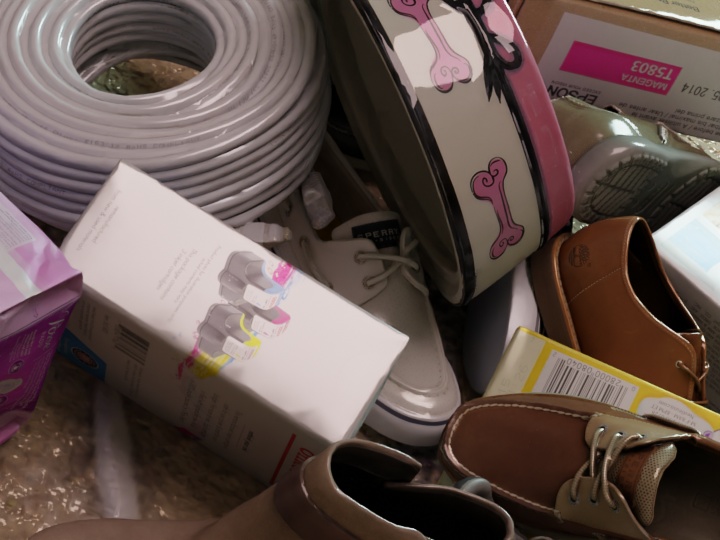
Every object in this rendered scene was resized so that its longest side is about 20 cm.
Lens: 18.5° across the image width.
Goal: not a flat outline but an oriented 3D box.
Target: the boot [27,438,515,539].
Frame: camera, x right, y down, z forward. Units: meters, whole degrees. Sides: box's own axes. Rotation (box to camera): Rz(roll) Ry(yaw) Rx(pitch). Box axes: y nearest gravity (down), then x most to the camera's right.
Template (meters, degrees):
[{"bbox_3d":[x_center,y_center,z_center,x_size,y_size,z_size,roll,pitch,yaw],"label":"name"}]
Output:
[{"bbox_3d":[-0.036,0.119,0.963,0.199,0.146,0.071,14,53,-19],"label":"boot"}]

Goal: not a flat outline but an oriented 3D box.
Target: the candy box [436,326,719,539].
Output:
[{"bbox_3d":[0.146,0.113,1.102,0.199,0.026,0.103,24,76,16],"label":"candy box"}]

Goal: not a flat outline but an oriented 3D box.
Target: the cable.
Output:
[{"bbox_3d":[-0.114,-0.099,1.167,0.198,0.069,0.201,-2,47,-4],"label":"cable"}]

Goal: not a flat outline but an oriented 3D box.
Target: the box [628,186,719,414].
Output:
[{"bbox_3d":[0.228,0.017,1.270,0.112,0.102,0.200,42,41,14],"label":"box"}]

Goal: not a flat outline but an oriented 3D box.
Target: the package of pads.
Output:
[{"bbox_3d":[-0.225,-0.013,1.008,0.200,0.121,0.076,43,44,16],"label":"package of pads"}]

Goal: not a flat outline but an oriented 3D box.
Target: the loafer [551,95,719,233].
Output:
[{"bbox_3d":[0.150,-0.061,1.244,0.070,0.075,0.200,52,12,21],"label":"loafer"}]

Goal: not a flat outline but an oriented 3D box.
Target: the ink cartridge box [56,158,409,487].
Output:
[{"bbox_3d":[-0.050,0.044,1.049,0.199,0.115,0.068,32,69,2],"label":"ink cartridge box"}]

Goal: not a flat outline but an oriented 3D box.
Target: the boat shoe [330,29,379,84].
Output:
[{"bbox_3d":[-0.024,-0.166,1.320,0.072,0.073,0.200,3,34,-33],"label":"boat shoe"}]

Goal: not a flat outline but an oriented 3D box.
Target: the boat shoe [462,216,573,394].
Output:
[{"bbox_3d":[0.099,0.004,1.239,0.066,0.070,0.200,19,33,-10],"label":"boat shoe"}]

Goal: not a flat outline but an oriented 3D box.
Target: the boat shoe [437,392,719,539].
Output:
[{"bbox_3d":[0.132,0.098,1.055,0.199,0.072,0.076,13,75,13],"label":"boat shoe"}]

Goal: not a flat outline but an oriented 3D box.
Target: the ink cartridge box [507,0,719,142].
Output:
[{"bbox_3d":[0.148,-0.160,1.303,0.199,0.075,0.165,11,36,-23],"label":"ink cartridge box"}]

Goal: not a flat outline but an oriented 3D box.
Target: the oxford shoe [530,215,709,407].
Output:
[{"bbox_3d":[0.154,0.068,1.156,0.071,0.071,0.201,-13,81,-57],"label":"oxford shoe"}]

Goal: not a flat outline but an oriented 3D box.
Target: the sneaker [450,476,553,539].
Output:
[{"bbox_3d":[0.087,0.180,1.027,0.077,0.082,0.200,-20,60,-43],"label":"sneaker"}]

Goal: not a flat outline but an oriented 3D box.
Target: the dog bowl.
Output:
[{"bbox_3d":[0.043,-0.087,1.146,0.073,0.201,0.201,-23,57,-7],"label":"dog bowl"}]

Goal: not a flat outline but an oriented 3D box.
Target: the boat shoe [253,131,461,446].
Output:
[{"bbox_3d":[0.000,0.000,1.173,0.071,0.070,0.201,-4,50,-34],"label":"boat shoe"}]

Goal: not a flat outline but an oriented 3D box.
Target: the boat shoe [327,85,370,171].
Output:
[{"bbox_3d":[0.049,-0.099,1.313,0.199,0.068,0.072,0,49,-29],"label":"boat shoe"}]
